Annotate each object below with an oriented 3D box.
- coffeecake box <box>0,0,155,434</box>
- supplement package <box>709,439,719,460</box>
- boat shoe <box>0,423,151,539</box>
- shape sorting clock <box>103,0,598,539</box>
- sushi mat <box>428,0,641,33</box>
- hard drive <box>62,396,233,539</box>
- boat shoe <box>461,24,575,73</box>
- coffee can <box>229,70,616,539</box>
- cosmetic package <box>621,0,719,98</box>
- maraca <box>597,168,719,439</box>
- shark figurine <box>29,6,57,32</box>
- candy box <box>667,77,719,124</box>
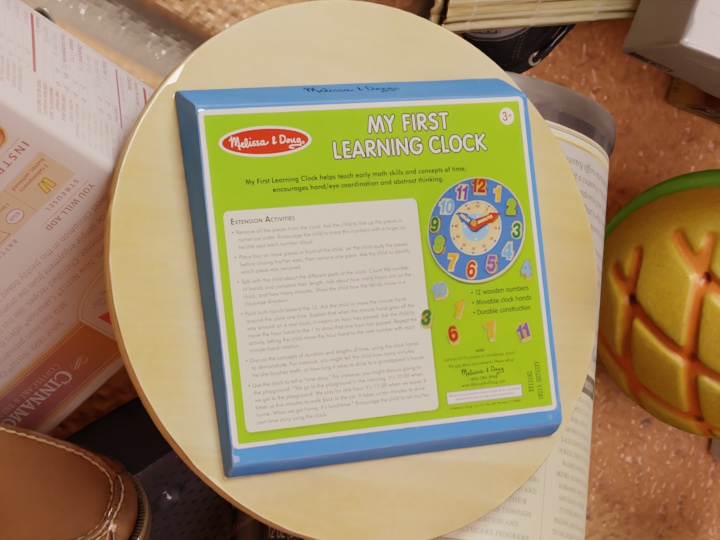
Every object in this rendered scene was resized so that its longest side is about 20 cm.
[{"bbox_3d":[-0.167,-0.029,0.814,0.200,0.073,0.153,33,119,-32],"label":"coffeecake box"},{"bbox_3d":[0.294,0.053,1.136,0.200,0.109,0.114,3,97,-32],"label":"supplement package"},{"bbox_3d":[-0.178,0.078,0.806,0.068,0.200,0.072,81,13,-55],"label":"boat shoe"},{"bbox_3d":[0.000,0.000,0.810,0.200,0.039,0.200,3,84,-28],"label":"shape sorting clock"},{"bbox_3d":[0.108,-0.152,0.961,0.200,0.012,0.096,-10,117,-43],"label":"sushi mat"},{"bbox_3d":[-0.140,0.136,0.885,0.200,0.042,0.135,-37,154,-16],"label":"hard drive"},{"bbox_3d":[0.106,-0.173,1.012,0.200,0.069,0.057,-50,145,-15],"label":"boat shoe"},{"bbox_3d":[0.026,0.032,0.914,0.146,0.146,0.200,13,75,-33],"label":"coffee can"},{"bbox_3d":[0.200,-0.164,0.943,0.107,0.090,0.200,19,87,-11],"label":"cosmetic package"},{"bbox_3d":[0.189,0.011,1.020,0.137,0.200,0.107,57,42,-13],"label":"maraca"},{"bbox_3d":[-0.148,-0.130,0.837,0.128,0.215,0.090,7,53,-3],"label":"shark figurine"},{"bbox_3d":[0.226,-0.161,1.051,0.056,0.117,0.200,16,91,-32],"label":"candy box"}]
